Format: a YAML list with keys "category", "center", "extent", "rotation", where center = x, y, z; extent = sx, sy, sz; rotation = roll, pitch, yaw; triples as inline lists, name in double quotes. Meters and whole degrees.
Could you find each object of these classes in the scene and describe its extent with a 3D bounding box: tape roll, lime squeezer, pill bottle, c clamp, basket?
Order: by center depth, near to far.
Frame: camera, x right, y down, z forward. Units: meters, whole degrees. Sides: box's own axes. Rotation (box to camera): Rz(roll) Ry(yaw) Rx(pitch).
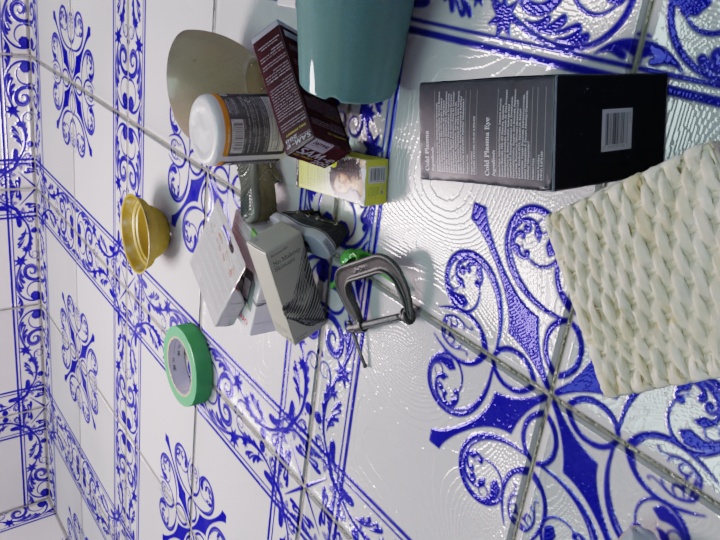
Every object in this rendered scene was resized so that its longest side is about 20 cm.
- category: "basket"
  center: [0.309, 0.002, 0.671]
  extent: [0.197, 0.158, 0.205]
  rotation: [-27, 78, 51]
- category: "c clamp"
  center: [0.026, 0.059, 1.157]
  extent: [0.199, 0.027, 0.174]
  rotation: [-27, 90, 53]
- category: "lime squeezer"
  center: [0.000, 0.000, 1.180]
  extent: [0.198, 0.037, 0.073]
  rotation: [1, 96, 51]
- category: "pill bottle"
  center: [-0.185, -0.244, 1.240]
  extent: [0.115, 0.197, 0.120]
  rotation: [15, 110, 49]
- category: "tape roll"
  center: [-0.435, 0.236, 1.805]
  extent: [0.198, 0.047, 0.206]
  rotation: [17, 112, 50]

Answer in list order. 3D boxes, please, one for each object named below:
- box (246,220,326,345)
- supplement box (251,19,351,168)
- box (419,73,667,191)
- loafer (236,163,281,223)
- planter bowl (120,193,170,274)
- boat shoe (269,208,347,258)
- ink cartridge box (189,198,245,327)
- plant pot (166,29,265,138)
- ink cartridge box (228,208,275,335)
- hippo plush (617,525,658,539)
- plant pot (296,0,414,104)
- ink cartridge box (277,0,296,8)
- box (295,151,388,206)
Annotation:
- category: "box"
  center: [-0.127, 0.024, 1.265]
  extent: [0.068, 0.081, 0.203]
  rotation: [29, 143, 45]
- category: "supplement box"
  center: [-0.090, -0.269, 1.109]
  extent: [0.060, 0.108, 0.204]
  rotation: [-26, 73, 27]
- category: "box"
  center: [0.190, -0.151, 0.760]
  extent: [0.180, 0.197, 0.107]
  rotation: [13, 110, 50]
- category: "loafer"
  center: [-0.192, -0.180, 1.375]
  extent: [0.075, 0.068, 0.205]
  rotation: [-24, 62, 48]
- category: "planter bowl"
  center: [-0.543, -0.098, 1.846]
  extent: [0.198, 0.082, 0.206]
  rotation: [16, 111, 50]
- category: "boat shoe"
  center: [-0.090, -0.078, 1.264]
  extent: [0.199, 0.066, 0.071]
  rotation: [21, 149, 55]
- category: "ink cartridge box"
  center: [-0.261, -0.013, 1.383]
  extent: [0.201, 0.049, 0.163]
  rotation: [-53, 55, 41]
- category: "plant pot"
  center: [-0.254, -0.349, 1.348]
  extent: [0.131, 0.200, 0.206]
  rotation: [1, 100, 16]
- category: "ink cartridge box"
  center: [-0.196, 0.001, 1.404]
  extent: [0.146, 0.083, 0.203]
  rotation: [47, 132, 37]
- category: "hippo plush"
  center: [0.333, 0.385, 0.770]
  extent: [0.159, 0.160, 0.202]
  rotation: [32, 145, 8]
- category: "plant pot"
  center: [-0.009, -0.354, 1.005]
  extent: [0.200, 0.197, 0.200]
  rotation: [39, 135, 41]
- category: "ink cartridge box"
  center: [-0.075, -0.478, 1.151]
  extent: [0.199, 0.067, 0.119]
  rotation: [29, 120, 47]
- category: "box"
  center: [-0.035, -0.160, 1.183]
  extent: [0.198, 0.049, 0.077]
  rotation: [21, 114, 50]
